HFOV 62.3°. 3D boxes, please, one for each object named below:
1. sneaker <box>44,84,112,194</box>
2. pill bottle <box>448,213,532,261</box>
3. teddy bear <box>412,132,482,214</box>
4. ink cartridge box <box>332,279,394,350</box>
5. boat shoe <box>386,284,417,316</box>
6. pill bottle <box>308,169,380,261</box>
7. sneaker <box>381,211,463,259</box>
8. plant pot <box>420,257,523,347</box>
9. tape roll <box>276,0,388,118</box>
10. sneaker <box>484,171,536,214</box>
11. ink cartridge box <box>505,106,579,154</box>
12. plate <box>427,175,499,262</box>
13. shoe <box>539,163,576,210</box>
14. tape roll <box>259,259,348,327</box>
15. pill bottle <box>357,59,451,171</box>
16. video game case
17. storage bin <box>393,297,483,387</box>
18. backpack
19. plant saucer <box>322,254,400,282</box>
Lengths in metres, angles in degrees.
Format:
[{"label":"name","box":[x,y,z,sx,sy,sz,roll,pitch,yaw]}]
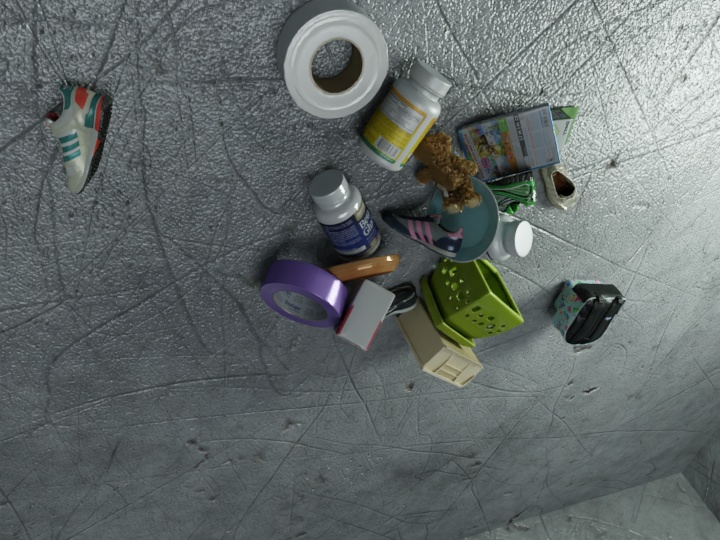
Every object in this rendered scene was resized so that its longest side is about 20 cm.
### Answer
[{"label":"sneaker","box":[-0.504,-0.233,1.046,0.093,0.071,0.201,21,123,-16]},{"label":"pill bottle","box":[0.302,-0.081,1.423,0.112,0.199,0.114,-8,101,-46]},{"label":"teddy bear","box":[0.195,-0.216,1.326,0.200,0.067,0.145,46,145,-5]},{"label":"ink cartridge box","box":[0.003,0.103,1.435,0.085,0.200,0.149,27,86,-6]},{"label":"boat shoe","box":[0.058,0.090,1.575,0.198,0.076,0.061,-24,138,-20]},{"label":"pill bottle","box":[-0.037,-0.121,1.310,0.110,0.112,0.201,-28,135,3]},{"label":"sneaker","box":[0.147,-0.105,1.389,0.199,0.070,0.083,28,105,9]},{"label":"plant pot","box":[0.281,0.074,1.575,0.181,0.201,0.198,-37,134,21]},{"label":"tape roll","box":[-0.051,-0.387,1.095,0.200,0.071,0.204,-12,133,-13]},{"label":"sneaker","box":[0.319,-0.168,1.392,0.078,0.199,0.086,-17,94,-38]},{"label":"ink cartridge box","box":[0.423,-0.312,1.379,0.198,0.060,0.105,-10,133,-16]},{"label":"plate","box":[0.240,-0.120,1.385,0.025,0.200,0.201,-4,134,-45]},{"label":"shoe","box":[0.507,-0.210,1.513,0.070,0.054,0.200,-36,134,11]},{"label":"tape roll","box":[-0.130,0.057,1.383,0.198,0.066,0.201,16,153,8]},{"label":"pill bottle","box":[0.090,-0.311,1.195,0.112,0.113,0.201,17,121,-35]},{"label":"video game case","box":[0.330,-0.278,1.323,0.198,0.018,0.144,-12,126,20]},{"label":"storage bin","box":[0.220,0.200,1.652,0.094,0.201,0.198,-45,132,16]},{"label":"backpack","box":[0.688,0.129,1.829,0.176,0.151,0.202,1,122,-21]},{"label":"plant saucer","box":[0.000,0.000,1.400,0.198,0.038,0.200,-11,177,-1]}]
